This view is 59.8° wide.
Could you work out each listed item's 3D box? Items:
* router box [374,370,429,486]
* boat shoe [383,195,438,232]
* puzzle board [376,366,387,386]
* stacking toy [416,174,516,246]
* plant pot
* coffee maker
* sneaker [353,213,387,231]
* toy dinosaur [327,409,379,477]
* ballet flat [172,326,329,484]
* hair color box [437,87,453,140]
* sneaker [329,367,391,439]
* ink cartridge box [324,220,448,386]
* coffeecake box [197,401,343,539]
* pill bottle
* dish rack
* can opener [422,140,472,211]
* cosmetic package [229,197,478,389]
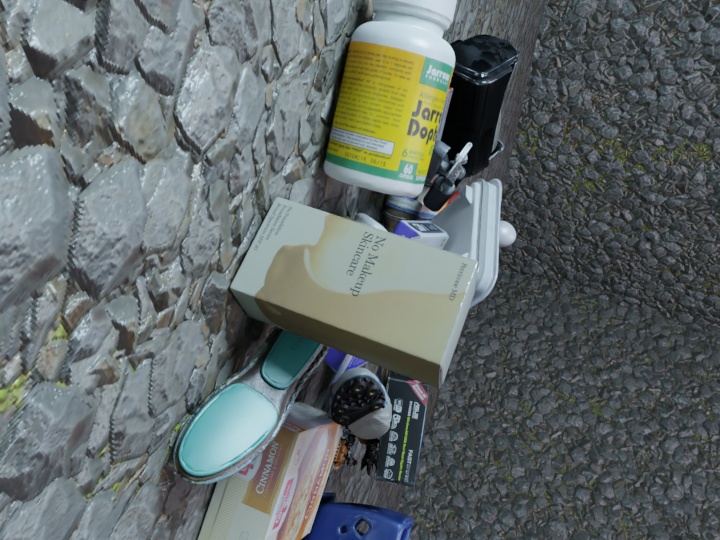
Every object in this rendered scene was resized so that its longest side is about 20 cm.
[{"bbox_3d":[0.067,0.225,0.981,0.200,0.061,0.152,-29,128,-84],"label":"router box"},{"bbox_3d":[0.078,-0.079,1.042,0.200,0.072,0.073,10,102,-66],"label":"boat shoe"},{"bbox_3d":[0.042,0.138,0.992,0.201,0.017,0.152,95,8,-51],"label":"puzzle board"},{"bbox_3d":[0.203,-0.092,1.210,0.146,0.198,0.148,17,90,-76],"label":"stacking toy"},{"bbox_3d":[-0.033,0.464,1.004,0.200,0.178,0.202,62,47,-69],"label":"plant pot"},{"bbox_3d":[0.179,-0.265,1.058,0.201,0.133,0.193,88,25,-50],"label":"coffee maker"},{"bbox_3d":[0.000,0.000,0.853,0.089,0.075,0.200,-53,158,-12],"label":"sneaker"},{"bbox_3d":[-0.019,0.262,1.017,0.200,0.102,0.136,-42,136,-23],"label":"toy dinosaur"},{"bbox_3d":[-0.096,0.121,0.591,0.200,0.074,0.075,-46,153,-33],"label":"ballet flat"},{"bbox_3d":[0.068,-0.197,0.865,0.200,0.063,0.112,-42,147,-61],"label":"hair color box"},{"bbox_3d":[-0.002,0.153,0.768,0.200,0.071,0.073,76,-2,-63],"label":"sneaker"},{"bbox_3d":[0.028,0.032,0.777,0.199,0.043,0.200,-61,165,13],"label":"ink cartridge box"},{"bbox_3d":[-0.095,0.243,0.732,0.200,0.072,0.155,35,73,-74],"label":"coffeecake box"},{"bbox_3d":[0.035,-0.187,0.653,0.113,0.112,0.202,-25,130,-71],"label":"pill bottle"},{"bbox_3d":[0.125,-0.026,0.871,0.172,0.043,0.202,-42,-149,49],"label":"dish rack"},{"bbox_3d":[0.111,-0.138,0.888,0.054,0.067,0.200,-55,178,-8],"label":"can opener"},{"bbox_3d":[-0.003,0.018,0.567,0.071,0.198,0.106,75,35,-64],"label":"cosmetic package"}]
